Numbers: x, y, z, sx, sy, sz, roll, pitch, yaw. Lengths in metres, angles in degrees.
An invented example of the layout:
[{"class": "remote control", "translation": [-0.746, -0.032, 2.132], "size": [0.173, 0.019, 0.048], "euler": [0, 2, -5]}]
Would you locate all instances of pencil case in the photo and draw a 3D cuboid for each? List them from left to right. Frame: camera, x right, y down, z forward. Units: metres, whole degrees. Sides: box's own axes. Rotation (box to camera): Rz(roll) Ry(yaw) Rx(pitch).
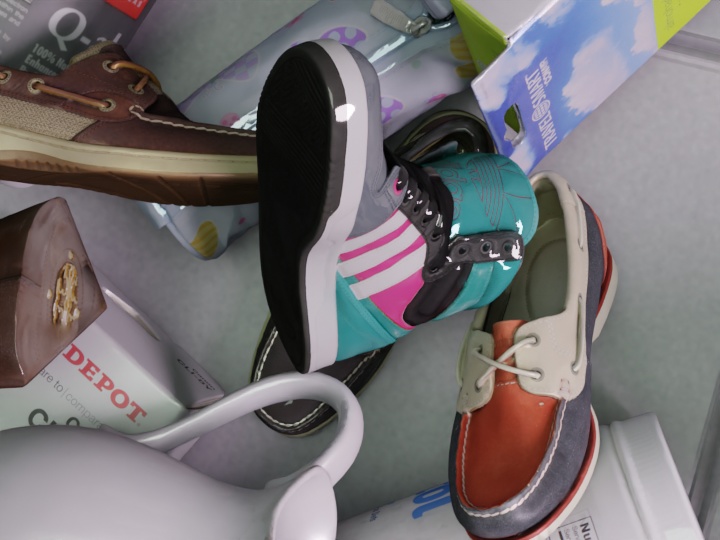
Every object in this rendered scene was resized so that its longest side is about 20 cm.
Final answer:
[{"class": "pencil case", "translation": [-0.026, -0.087, 0.764], "size": [0.200, 0.091, 0.083], "euler": [-33, 111, 10]}]

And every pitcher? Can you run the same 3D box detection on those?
[{"class": "pitcher", "translation": [-0.103, 0.116, 0.687], "size": [0.199, 0.122, 0.172], "euler": [1, 45, 17]}]

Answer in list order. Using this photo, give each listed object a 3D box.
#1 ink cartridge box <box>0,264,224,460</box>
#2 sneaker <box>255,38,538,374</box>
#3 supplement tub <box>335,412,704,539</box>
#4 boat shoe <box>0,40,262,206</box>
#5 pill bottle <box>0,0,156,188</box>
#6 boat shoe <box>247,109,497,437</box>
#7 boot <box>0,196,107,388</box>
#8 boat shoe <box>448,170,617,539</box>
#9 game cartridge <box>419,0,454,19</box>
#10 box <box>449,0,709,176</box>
[{"class": "ink cartridge box", "translation": [-0.194, 0.097, 0.793], "size": [0.145, 0.083, 0.200], "euler": [41, 95, 8]}, {"class": "sneaker", "translation": [0.022, -0.034, 0.657], "size": [0.120, 0.200, 0.084], "euler": [-18, 59, -17]}, {"class": "supplement tub", "translation": [0.073, 0.162, 0.719], "size": [0.199, 0.132, 0.132], "euler": [-22, 85, 8]}, {"class": "boat shoe", "translation": [-0.123, -0.076, 0.701], "size": [0.199, 0.072, 0.072], "euler": [7, 82, 8]}, {"class": "pill bottle", "translation": [-0.170, -0.155, 0.779], "size": [0.116, 0.116, 0.200], "euler": [35, 95, 9]}, {"class": "boat shoe", "translation": [0.001, 0.000, 0.768], "size": [0.072, 0.066, 0.201], "euler": [37, 95, 9]}, {"class": "boot", "translation": [-0.220, 0.062, 0.706], "size": [0.199, 0.064, 0.187], "euler": [-8, 65, 24]}, {"class": "boat shoe", "translation": [0.079, 0.040, 0.699], "size": [0.071, 0.063, 0.200], "euler": [-4, 45, 28]}, {"class": "game cartridge", "translation": [0.064, -0.233, 0.696], "size": [0.200, 0.040, 0.133], "euler": [-44, 108, -15]}, {"class": "box", "translation": [0.121, -0.142, 0.706], "size": [0.200, 0.122, 0.048], "euler": [-44, 64, -4]}]
